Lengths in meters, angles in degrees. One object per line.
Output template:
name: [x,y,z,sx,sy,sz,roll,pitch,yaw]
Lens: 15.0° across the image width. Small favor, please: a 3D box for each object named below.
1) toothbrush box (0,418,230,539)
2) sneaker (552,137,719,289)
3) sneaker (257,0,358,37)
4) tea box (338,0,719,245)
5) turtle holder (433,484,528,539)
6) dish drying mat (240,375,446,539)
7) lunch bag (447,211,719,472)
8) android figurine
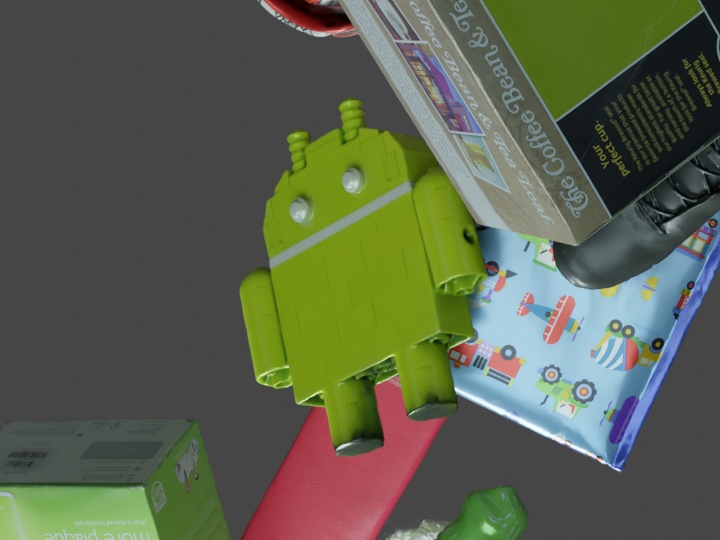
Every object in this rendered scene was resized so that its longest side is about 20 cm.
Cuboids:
toothbrush box: [-0.160,0.201,1.768,0.145,0.086,0.200,-1,119,25]
sneaker: [0.185,-0.063,1.505,0.200,0.091,0.076,-43,94,6]
sneaker: [0.035,-0.155,1.517,0.201,0.108,0.067,18,121,5]
tea box: [0.109,-0.152,1.433,0.197,0.134,0.200,-36,107,-14]
turtle holder: [0.116,0.232,1.706,0.132,0.141,0.186,-32,66,12]
dish drying mat: [-0.015,0.137,1.742,0.077,0.018,0.200,29,121,0]
lunch bag: [0.129,-0.011,1.591,0.150,0.094,0.200,26,112,4]
android figurine: [0.000,0.000,1.590,0.182,0.041,0.200,-26,67,40]
